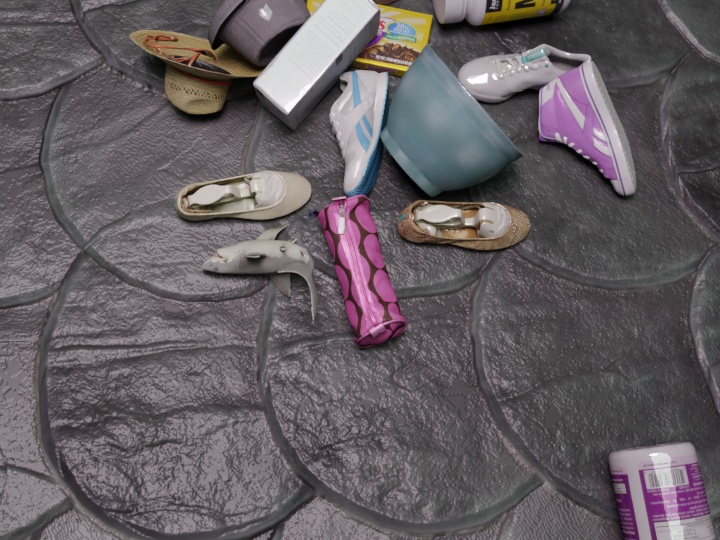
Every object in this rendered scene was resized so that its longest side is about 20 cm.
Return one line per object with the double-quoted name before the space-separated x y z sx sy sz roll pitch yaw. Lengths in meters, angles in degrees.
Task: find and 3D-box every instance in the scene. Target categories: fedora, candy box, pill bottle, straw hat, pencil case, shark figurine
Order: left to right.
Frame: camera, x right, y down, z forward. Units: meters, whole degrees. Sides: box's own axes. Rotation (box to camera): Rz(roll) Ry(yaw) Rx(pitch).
"straw hat" -0.236 -0.274 1.077 0.197 0.202 0.086 18 115 2
"fedora" -0.129 -0.360 1.066 0.090 0.201 0.176 44 114 -8
"shark figurine" -0.103 0.003 1.012 0.127 0.212 0.091 -32 120 -38
"pencil case" 0.000 0.000 1.020 0.089 0.094 0.203 -18 78 -7
"candy box" 0.007 -0.361 1.146 0.196 0.026 0.104 11 75 0
"pill bottle" 0.212 -0.437 1.131 0.196 0.114 0.117 -10 76 -5
"pill bottle" 0.389 0.327 0.948 0.110 0.112 0.204 -6 76 -4

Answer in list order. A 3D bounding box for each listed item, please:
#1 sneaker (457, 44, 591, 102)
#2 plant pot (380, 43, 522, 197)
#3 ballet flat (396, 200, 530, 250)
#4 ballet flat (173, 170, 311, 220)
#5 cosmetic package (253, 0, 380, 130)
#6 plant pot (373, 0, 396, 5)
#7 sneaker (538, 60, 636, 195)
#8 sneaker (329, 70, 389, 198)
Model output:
"sneaker" 0.244 -0.303 1.112 0.196 0.089 0.077 -4 77 -4
"plant pot" 0.111 -0.190 1.038 0.134 0.200 0.201 -41 80 15
"ballet flat" 0.150 -0.068 1.059 0.195 0.065 0.072 -2 76 -4
"ballet flat" -0.166 -0.106 1.053 0.196 0.070 0.071 -10 76 -6
"cosmetic package" -0.061 -0.307 1.073 0.074 0.102 0.201 39 89 2
"plant pot" 0.012 -0.523 1.154 0.196 0.093 0.205 1 75 -3
"sneaker" 0.330 -0.193 1.108 0.113 0.073 0.203 -22 97 30
"sneaker" -0.007 -0.197 1.085 0.079 0.077 0.204 6 69 6
